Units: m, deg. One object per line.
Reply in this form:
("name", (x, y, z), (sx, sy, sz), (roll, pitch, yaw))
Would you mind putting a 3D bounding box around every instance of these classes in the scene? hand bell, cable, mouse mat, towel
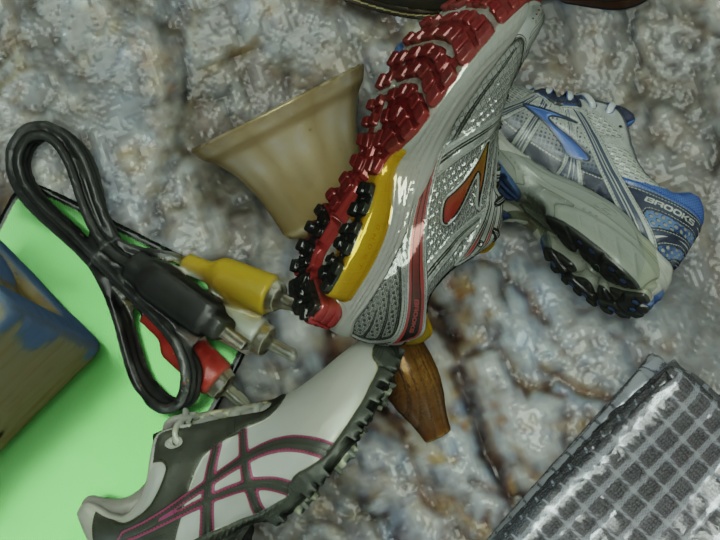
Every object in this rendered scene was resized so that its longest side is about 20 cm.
("hand bell", (0.000, 0.000, 1.101), (0.104, 0.104, 0.201), (-27, 95, 0))
("cable", (-0.125, 0.003, 1.124), (0.200, 0.050, 0.097), (38, 103, 18))
("mouse mat", (-0.164, 0.070, 1.129), (0.160, 0.008, 0.201), (26, 86, 6))
("towel", (0.155, 0.163, 1.060), (0.166, 0.086, 0.200), (43, 87, 6))

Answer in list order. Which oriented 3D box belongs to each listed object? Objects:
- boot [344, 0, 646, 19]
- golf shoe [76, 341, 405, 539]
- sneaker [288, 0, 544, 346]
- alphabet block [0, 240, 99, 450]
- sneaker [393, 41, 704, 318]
("boot", (0.069, -0.182, 1.100), (0.199, 0.097, 0.075), (-1, 83, 3))
("golf shoe", (-0.062, 0.099, 1.068), (0.088, 0.077, 0.200), (45, 97, 0))
("sneaker", (0.040, -0.054, 1.040), (0.082, 0.078, 0.201), (24, 100, -25))
("alphabet block", (-0.286, 0.033, 1.044), (0.200, 0.195, 0.196), (-45, 78, -1))
("sneaker", (0.102, -0.064, 1.104), (0.200, 0.077, 0.085), (43, 68, 12))
